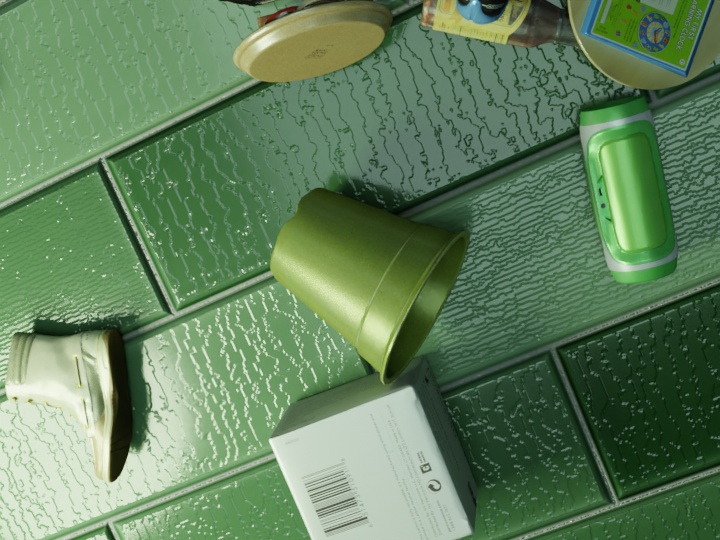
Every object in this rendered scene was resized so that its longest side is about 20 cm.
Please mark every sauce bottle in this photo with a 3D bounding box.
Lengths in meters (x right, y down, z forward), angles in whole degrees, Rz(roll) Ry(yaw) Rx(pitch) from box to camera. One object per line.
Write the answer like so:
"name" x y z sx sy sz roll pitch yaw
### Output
"sauce bottle" 0.168 -0.291 1.178 0.196 0.066 0.067 10 104 3

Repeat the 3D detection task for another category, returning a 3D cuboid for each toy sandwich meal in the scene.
"toy sandwich meal" -0.055 -0.273 1.151 0.202 0.205 0.071 -17 83 12

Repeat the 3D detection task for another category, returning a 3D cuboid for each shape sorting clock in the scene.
"shape sorting clock" 0.324 -0.303 1.146 0.196 0.039 0.204 0 94 -4

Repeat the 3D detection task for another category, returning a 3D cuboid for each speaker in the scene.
"speaker" 0.309 -0.092 1.189 0.087 0.088 0.203 -12 100 11

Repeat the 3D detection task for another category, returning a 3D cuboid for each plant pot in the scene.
"plant pot" 0.000 0.000 1.220 0.188 0.200 0.203 28 106 14

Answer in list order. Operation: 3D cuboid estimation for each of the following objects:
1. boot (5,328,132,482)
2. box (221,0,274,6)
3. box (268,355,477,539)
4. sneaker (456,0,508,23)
"boot" -0.387 0.178 1.367 0.152 0.072 0.204 -1 97 9
"box" -0.056 -0.344 1.152 0.196 0.160 0.050 -12 101 12
"box" 0.021 0.243 1.285 0.197 0.131 0.202 -22 98 12
"sneaker" 0.159 -0.363 1.118 0.070 0.083 0.202 20 70 5
